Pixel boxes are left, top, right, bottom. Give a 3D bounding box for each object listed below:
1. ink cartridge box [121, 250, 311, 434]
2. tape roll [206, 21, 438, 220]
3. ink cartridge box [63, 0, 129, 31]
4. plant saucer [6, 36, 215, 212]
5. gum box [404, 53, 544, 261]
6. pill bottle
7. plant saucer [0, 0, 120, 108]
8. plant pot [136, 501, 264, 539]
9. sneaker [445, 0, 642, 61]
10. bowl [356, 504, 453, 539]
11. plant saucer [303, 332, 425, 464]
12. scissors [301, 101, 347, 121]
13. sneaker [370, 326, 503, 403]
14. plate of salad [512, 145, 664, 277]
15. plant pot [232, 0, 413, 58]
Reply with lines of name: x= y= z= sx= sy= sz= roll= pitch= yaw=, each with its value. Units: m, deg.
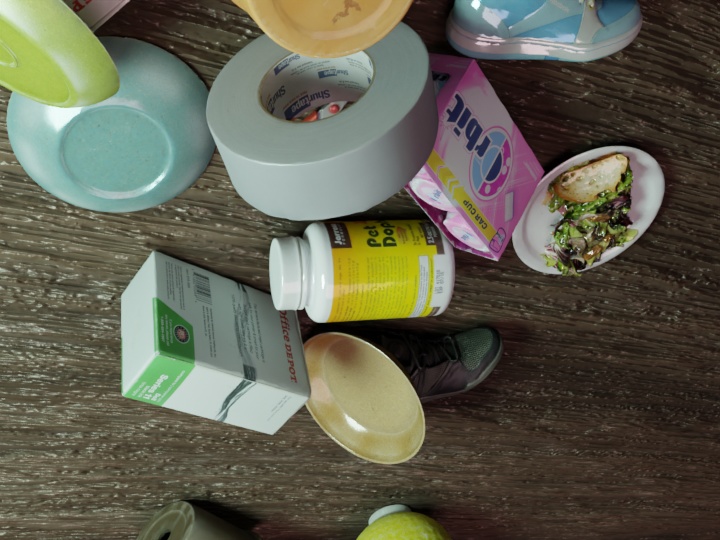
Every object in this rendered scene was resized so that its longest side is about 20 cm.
ink cartridge box: x=-0.163 y=0.085 z=0.969 sx=0.197 sy=0.149 sz=0.083 roll=23 pitch=126 yaw=-34
tape roll: x=-0.031 y=-0.139 z=0.748 sx=0.196 sy=0.203 sz=0.067 roll=-18 pitch=138 yaw=1
ink cartridge box: x=-0.239 y=-0.284 z=0.618 sx=0.144 sy=0.085 sz=0.200 roll=-31 pitch=136 yaw=15
plant saucer: x=-0.232 y=-0.122 z=0.817 sx=0.196 sy=0.039 sz=0.204 roll=-9 pitch=136 yaw=-9
gum box: x=0.102 y=-0.114 z=0.871 sx=0.200 sy=0.065 sz=0.115 roll=43 pitch=73 yaw=-45
pill bottle: x=0.000 y=0.000 z=0.965 sx=0.195 sy=0.111 sz=0.111 roll=-3 pitch=135 yaw=-16
plant saucer: x=-0.277 y=-0.183 z=0.650 sx=0.200 sy=0.197 sz=0.032 roll=44 pitch=68 yaw=-43
plant pot: x=-0.245 y=0.448 z=1.296 sx=0.197 sy=0.202 sz=0.175 roll=-28 pitch=120 yaw=11
sneaker: x=0.180 y=-0.265 z=0.783 sx=0.195 sy=0.081 sz=0.132 roll=-7 pitch=137 yaw=-12
bowl: x=0.063 y=0.465 z=1.453 sx=0.195 sy=0.109 sz=0.203 roll=-9 pitch=136 yaw=-9
plant saucer: x=0.005 y=0.158 z=1.111 sx=0.035 sy=0.197 sz=0.204 roll=-41 pitch=142 yaw=-44
scissors: x=-0.040 y=-0.157 z=0.863 sx=0.072 sy=0.014 sz=0.201 roll=18 pitch=127 yaw=-30
sneaker: x=0.091 y=0.118 z=1.138 sx=0.195 sy=0.078 sz=0.115 roll=-22 pitch=143 yaw=12
plate of salad: x=0.280 y=-0.062 z=1.041 sx=0.195 sy=0.049 sz=0.203 roll=-10 pitch=136 yaw=-10
plant pot: x=-0.032 y=-0.264 z=0.668 sx=0.195 sy=0.142 sz=0.203 roll=-9 pitch=135 yaw=-9
